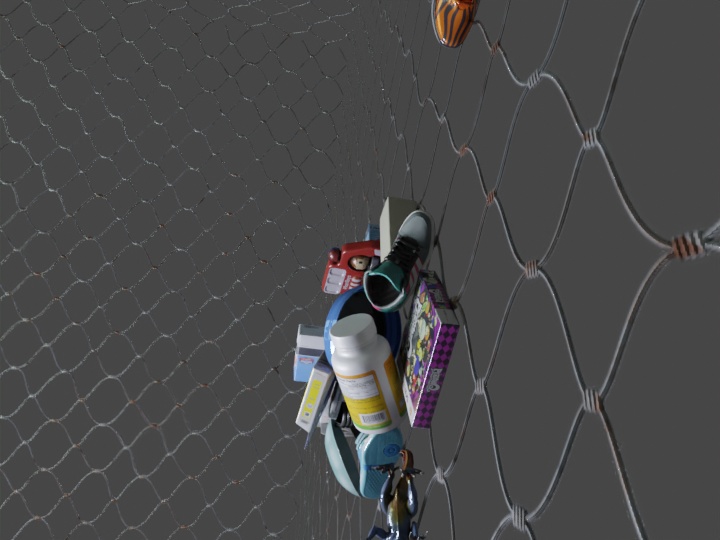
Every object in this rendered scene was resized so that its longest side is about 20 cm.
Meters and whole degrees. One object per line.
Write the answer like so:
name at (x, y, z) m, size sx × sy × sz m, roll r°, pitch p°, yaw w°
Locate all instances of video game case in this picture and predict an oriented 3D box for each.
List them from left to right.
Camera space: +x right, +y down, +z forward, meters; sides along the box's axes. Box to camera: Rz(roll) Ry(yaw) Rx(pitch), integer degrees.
video game case at (-0.050, 0.263, 1.312) m, size 0.200 × 0.023 × 0.183 m, roll 128°, pitch 158°, yaw -78°
video game case at (0.108, 0.127, 0.900) m, size 0.182 × 0.035 × 0.202 m, roll -100°, pitch 19°, yaw -63°

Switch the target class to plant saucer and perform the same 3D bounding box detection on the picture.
plant saucer at (-0.049, 0.459, 1.306) m, size 0.201 × 0.038 × 0.202 m, roll 157°, pitch 90°, yaw -89°

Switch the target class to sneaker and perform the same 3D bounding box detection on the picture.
sneaker at (-0.022, 0.371, 1.331) m, size 0.201 × 0.098 × 0.071 m, roll 108°, pitch 164°, yaw -56°
sneaker at (0.031, 0.345, 1.081) m, size 0.131 × 0.079 × 0.201 m, roll -100°, pitch 20°, yaw -59°
sneaker at (0.065, -0.011, 0.949) m, size 0.121 × 0.083 × 0.201 m, roll -19°, pitch -50°, yaw -68°
sneaker at (0.170, -0.467, 0.855) m, size 0.112 × 0.077 × 0.202 m, roll -110°, pitch 28°, yaw -73°

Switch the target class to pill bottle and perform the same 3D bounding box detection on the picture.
pill bottle at (0.012, 0.186, 0.978) m, size 0.111 × 0.110 × 0.201 m, roll -108°, pitch 0°, yaw -70°

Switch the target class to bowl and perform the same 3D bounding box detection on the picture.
bowl at (0.006, 0.129, 1.078) m, size 0.039 × 0.200 × 0.203 m, roll 2°, pitch 84°, yaw 44°

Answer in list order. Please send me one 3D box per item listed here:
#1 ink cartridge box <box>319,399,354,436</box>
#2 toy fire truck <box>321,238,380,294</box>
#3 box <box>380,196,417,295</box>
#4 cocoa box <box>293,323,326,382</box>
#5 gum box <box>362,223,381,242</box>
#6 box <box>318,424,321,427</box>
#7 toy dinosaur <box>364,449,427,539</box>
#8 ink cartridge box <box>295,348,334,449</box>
ink cartridge box at (-0.055, 0.367, 1.489) m, size 0.200 × 0.114 × 0.068 m, roll -104°, pitch 23°, yaw -65°
toy fire truck at (0.000, 0.000, 1.264) m, size 0.201 × 0.166 × 0.113 m, roll 109°, pitch 165°, yaw -53°
box at (0.081, -0.053, 1.112) m, size 0.082 × 0.068 × 0.201 m, roll 110°, pitch 165°, yaw -53°
cocoa box at (-0.082, 0.237, 1.494) m, size 0.133 × 0.198 × 0.133 m, roll -135°, pitch 53°, yaw -80°
gum box at (0.024, 0.001, 1.505) m, size 0.170 × 0.044 × 0.201 m, roll 108°, pitch 167°, yaw -51°
box at (-0.112, 0.435, 1.868) m, size 0.200 × 0.096 × 0.178 m, roll 113°, pitch 164°, yaw -57°
toy dinosaur at (0.077, 0.413, 0.866) m, size 0.200 × 0.104 × 0.183 m, roll -4°, pitch -92°, yaw -62°
ink cartridge box at (-0.081, 0.244, 1.156) m, size 0.198 × 0.047 × 0.201 m, roll -58°, pitch -9°, yaw -65°
